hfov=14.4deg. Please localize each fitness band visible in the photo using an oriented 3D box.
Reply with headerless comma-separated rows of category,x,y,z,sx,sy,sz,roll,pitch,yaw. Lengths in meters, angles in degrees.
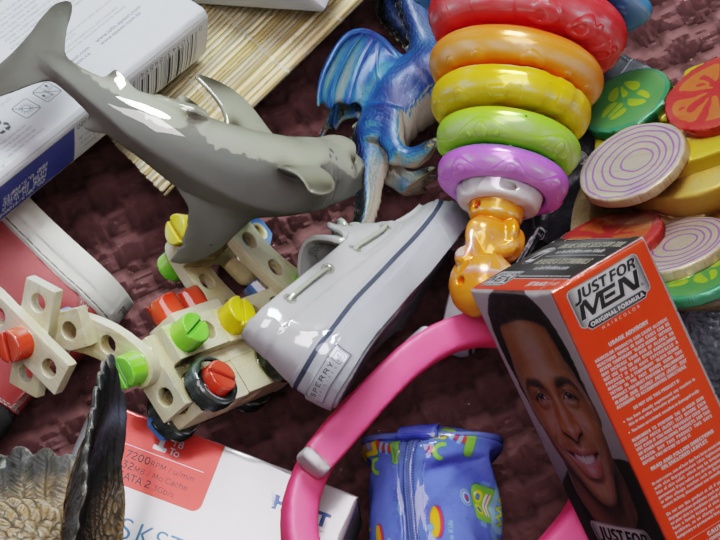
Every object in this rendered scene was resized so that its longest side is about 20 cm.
fitness band,0.049,0.110,1.469,0.144,0.037,0.200,44,67,2

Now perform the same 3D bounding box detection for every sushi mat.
sushi mat,-0.065,-0.136,1.608,0.200,0.012,0.096,-45,46,-4

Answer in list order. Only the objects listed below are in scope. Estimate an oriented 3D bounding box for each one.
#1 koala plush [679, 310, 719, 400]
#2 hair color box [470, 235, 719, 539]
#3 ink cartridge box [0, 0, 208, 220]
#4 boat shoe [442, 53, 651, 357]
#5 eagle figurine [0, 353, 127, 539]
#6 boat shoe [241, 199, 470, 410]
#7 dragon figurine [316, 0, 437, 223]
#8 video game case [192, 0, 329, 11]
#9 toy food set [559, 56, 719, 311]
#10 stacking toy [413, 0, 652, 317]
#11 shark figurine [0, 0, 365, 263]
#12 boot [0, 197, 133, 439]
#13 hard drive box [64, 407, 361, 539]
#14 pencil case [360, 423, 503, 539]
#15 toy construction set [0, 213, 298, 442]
koala plush,0.218,0.048,1.516,0.199,0.184,0.178,26,73,31
hair color box,0.138,0.085,1.420,0.061,0.101,0.201,-28,99,-19
ink cartridge box,-0.221,-0.127,1.572,0.200,0.043,0.196,32,54,23
boat shoe,0.106,-0.036,1.576,0.068,0.072,0.201,23,70,9
eagle figurine,-0.134,0.166,1.419,0.151,0.151,0.201,-32,86,4
boat shoe,0.000,0.000,1.501,0.067,0.200,0.074,34,118,4
dragon figurine,0.009,-0.096,1.598,0.099,0.059,0.200,32,74,12
video game case,-0.036,-0.241,1.623,0.143,0.018,0.201,9,70,44
toy food set,0.193,-0.052,1.483,0.197,0.049,0.200,-19,37,19
stacking toy,0.077,-0.068,1.497,0.116,0.110,0.201,-11,62,42
shark figurine,-0.096,-0.053,1.473,0.214,0.128,0.090,21,109,-16
boot,-0.245,0.001,1.577,0.200,0.072,0.144,43,81,9
hard drive box,-0.105,0.192,1.511,0.155,0.077,0.201,19,75,7
pencil case,0.040,0.178,1.505,0.078,0.087,0.201,-5,72,11
toy construction set,-0.097,0.020,1.515,0.200,0.092,0.131,-25,78,-38
